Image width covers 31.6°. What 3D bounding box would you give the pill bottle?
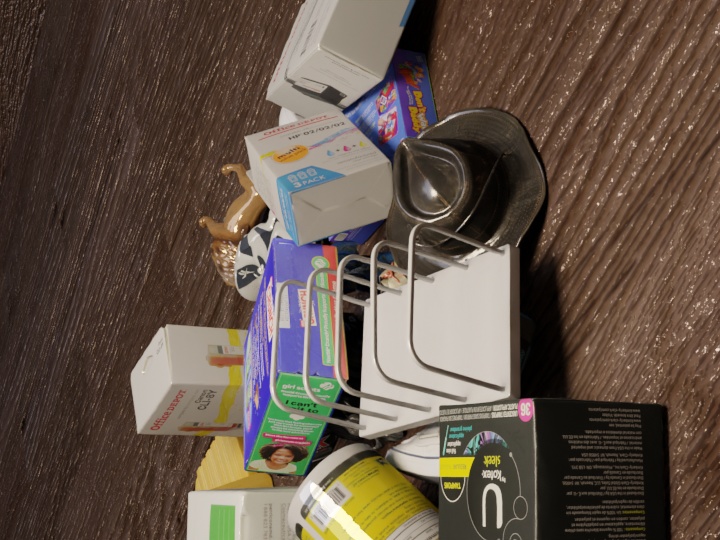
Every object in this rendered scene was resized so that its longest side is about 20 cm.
[{"bbox_3d":[0.035,0.264,1.189,0.200,0.112,0.113,41,125,27],"label":"pill bottle"}]

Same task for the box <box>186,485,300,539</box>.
[{"bbox_3d":[-0.066,0.327,1.339,0.171,0.200,0.200,161,111,-63],"label":"box"}]

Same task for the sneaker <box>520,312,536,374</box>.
[{"bbox_3d":[0.079,0.100,1.191,0.200,0.073,0.082,-33,34,49],"label":"sneaker"}]

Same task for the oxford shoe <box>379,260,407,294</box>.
[{"bbox_3d":[0.062,0.003,1.283,0.070,0.075,0.200,50,126,58],"label":"oxford shoe"}]

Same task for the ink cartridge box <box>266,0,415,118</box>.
[{"bbox_3d":[-0.020,-0.263,1.430,0.200,0.084,0.145,-22,45,68],"label":"ink cartridge box"}]

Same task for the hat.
[{"bbox_3d":[0.075,-0.080,1.209,0.200,0.081,0.201,-21,57,37],"label":"hat"}]

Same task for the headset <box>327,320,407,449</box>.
[{"bbox_3d":[0.010,0.129,1.347,0.200,0.094,0.124,-68,-12,-74],"label":"headset"}]

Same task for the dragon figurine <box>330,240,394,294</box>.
[{"bbox_3d":[0.000,0.000,1.384,0.200,0.099,0.059,-15,72,62],"label":"dragon figurine"}]

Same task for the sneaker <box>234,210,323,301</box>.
[{"bbox_3d":[-0.102,0.002,1.610,0.199,0.079,0.130,-48,34,36],"label":"sneaker"}]

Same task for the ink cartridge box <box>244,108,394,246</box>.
[{"bbox_3d":[-0.051,-0.111,1.374,0.200,0.115,0.068,-130,25,-56],"label":"ink cartridge box"}]

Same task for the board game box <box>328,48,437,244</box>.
[{"bbox_3d":[0.017,-0.136,1.439,0.200,0.045,0.135,-46,45,51],"label":"board game box"}]

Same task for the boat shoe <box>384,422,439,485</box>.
[{"bbox_3d":[0.091,0.172,1.216,0.200,0.073,0.066,-8,62,60],"label":"boat shoe"}]

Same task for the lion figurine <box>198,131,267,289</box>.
[{"bbox_3d":[-0.157,-0.080,1.753,0.122,0.072,0.200,44,119,49],"label":"lion figurine"}]

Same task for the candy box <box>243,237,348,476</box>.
[{"bbox_3d":[-0.073,0.094,1.339,0.200,0.077,0.169,109,161,-50],"label":"candy box"}]

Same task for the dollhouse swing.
[{"bbox_3d":[-0.223,0.326,1.708,0.176,0.181,0.200,54,136,25],"label":"dollhouse swing"}]

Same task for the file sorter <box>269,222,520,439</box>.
[{"bbox_3d":[0.028,0.055,1.128,0.200,0.124,0.139,-22,58,46],"label":"file sorter"}]

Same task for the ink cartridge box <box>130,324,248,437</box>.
[{"bbox_3d":[-0.168,0.141,1.580,0.145,0.200,0.084,-51,41,48],"label":"ink cartridge box"}]

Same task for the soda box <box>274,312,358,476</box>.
[{"bbox_3d":[-0.054,0.148,1.504,0.071,0.063,0.200,59,136,51],"label":"soda box"}]

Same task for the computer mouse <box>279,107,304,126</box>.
[{"bbox_3d":[-0.077,-0.158,1.578,0.200,0.044,0.110,-99,1,-55],"label":"computer mouse"}]

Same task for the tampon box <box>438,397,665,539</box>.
[{"bbox_3d":[0.148,0.206,1.012,0.150,0.126,0.201,-18,69,62],"label":"tampon box"}]
